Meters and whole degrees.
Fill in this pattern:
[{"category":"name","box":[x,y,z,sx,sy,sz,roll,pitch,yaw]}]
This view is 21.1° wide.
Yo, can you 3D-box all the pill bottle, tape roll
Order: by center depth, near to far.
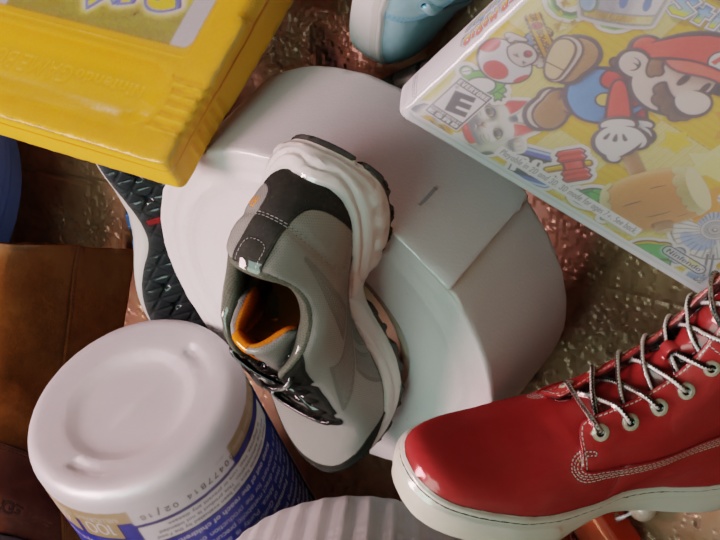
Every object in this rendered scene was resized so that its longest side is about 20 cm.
[{"category":"tape roll","box":[0.000,0.000,0.952,0.202,0.071,0.203,29,146,22]},{"category":"pill bottle","box":[-0.086,0.133,1.047,0.119,0.120,0.200,10,143,33]}]

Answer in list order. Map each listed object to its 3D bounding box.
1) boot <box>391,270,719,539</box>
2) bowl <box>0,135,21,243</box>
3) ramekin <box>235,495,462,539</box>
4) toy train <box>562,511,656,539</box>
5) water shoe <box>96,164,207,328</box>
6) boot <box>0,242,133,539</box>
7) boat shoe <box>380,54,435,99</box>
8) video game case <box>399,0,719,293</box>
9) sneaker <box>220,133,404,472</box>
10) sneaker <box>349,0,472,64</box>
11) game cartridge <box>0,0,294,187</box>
[{"category":"boot","box":[0.116,0.048,0.854,0.073,0.199,0.145,61,142,36]},{"category":"bowl","box":[-0.285,-0.034,1.141,0.200,0.039,0.202,-12,62,25]},{"category":"ramekin","box":[-0.001,0.205,0.953,0.199,0.105,0.201,2,119,4]},{"category":"toy train","box":[0.120,0.209,1.005,0.150,0.056,0.201,-31,88,40]},{"category":"water shoe","box":[-0.094,-0.041,1.058,0.071,0.079,0.201,-8,131,7]},{"category":"boot","box":[-0.155,0.087,1.125,0.068,0.188,0.201,-4,79,48]},{"category":"boat shoe","box":[0.079,-0.071,0.911,0.199,0.076,0.072,-4,108,39]},{"category":"video game case","box":[0.148,-0.075,0.816,0.199,0.023,0.182,29,133,-23]},{"category":"sneaker","box":[-0.030,0.029,0.878,0.074,0.079,0.201,24,146,24]},{"category":"sneaker","box":[0.066,-0.155,0.885,0.082,0.074,0.200,47,129,15]},{"category":"game cartridge","box":[-0.112,-0.148,0.956,0.176,0.201,0.032,17,157,30]}]
